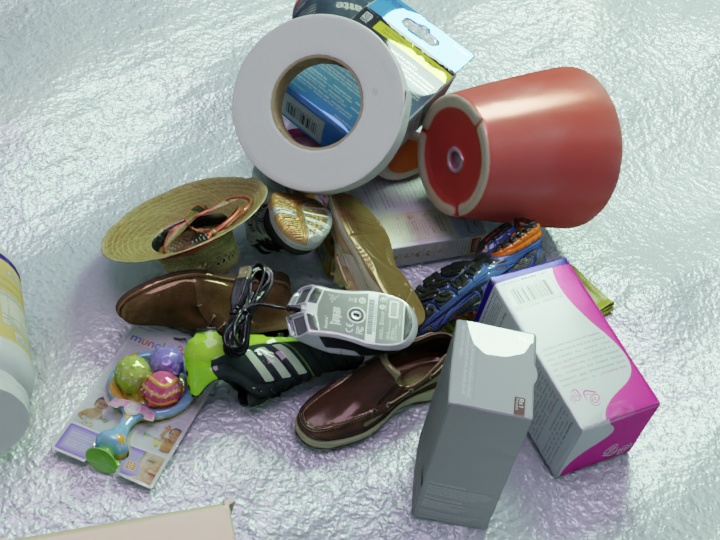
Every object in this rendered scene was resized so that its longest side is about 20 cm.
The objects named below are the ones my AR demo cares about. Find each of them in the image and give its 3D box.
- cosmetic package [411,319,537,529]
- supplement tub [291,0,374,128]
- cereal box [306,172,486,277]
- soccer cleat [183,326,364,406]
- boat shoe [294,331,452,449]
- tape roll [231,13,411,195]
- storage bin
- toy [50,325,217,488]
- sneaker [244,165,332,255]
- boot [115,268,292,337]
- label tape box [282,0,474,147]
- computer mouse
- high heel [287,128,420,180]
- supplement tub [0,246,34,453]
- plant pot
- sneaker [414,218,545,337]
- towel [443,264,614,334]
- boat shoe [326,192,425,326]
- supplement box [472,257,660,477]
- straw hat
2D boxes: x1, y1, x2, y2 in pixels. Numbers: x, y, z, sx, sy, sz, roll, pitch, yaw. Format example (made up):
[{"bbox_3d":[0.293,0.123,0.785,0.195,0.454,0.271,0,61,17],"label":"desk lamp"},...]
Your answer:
[{"bbox_3d":[0.109,0.153,1.263,0.090,0.200,0.107,9,46,1],"label":"cosmetic package"},{"bbox_3d":[-0.028,-0.276,1.691,0.140,0.141,0.200,6,46,-2],"label":"supplement tub"},{"bbox_3d":[0.036,-0.067,1.572,0.199,0.040,0.144,-8,48,-16],"label":"cereal box"},{"bbox_3d":[-0.092,0.105,1.382,0.199,0.067,0.081,4,83,-21],"label":"soccer cleat"},{"bbox_3d":[0.019,0.117,1.371,0.202,0.075,0.075,-25,55,-28],"label":"boat shoe"},{"bbox_3d":[-0.044,-0.185,1.452,0.202,0.037,0.204,-1,87,12],"label":"tape roll"},{"bbox_3d":[-0.203,0.281,1.108,0.199,0.199,0.094,-8,66,-15],"label":"storage bin"},{"bbox_3d":[-0.223,0.123,1.350,0.115,0.047,0.200,20,48,9],"label":"toy"},{"bbox_3d":[-0.088,-0.049,1.479,0.075,0.088,0.200,15,19,-20],"label":"sneaker"},{"bbox_3d":[-0.164,0.047,1.415,0.199,0.074,0.076,-3,57,-21],"label":"boot"},{"bbox_3d":[0.018,-0.222,1.538,0.143,0.066,0.200,39,62,12],"label":"label tape box"},{"bbox_3d":[-0.041,0.055,1.353,0.199,0.044,0.110,10,54,-4],"label":"computer mouse"},{"bbox_3d":[-0.008,-0.150,1.591,0.199,0.068,0.096,-11,26,-18],"label":"high heel"},{"bbox_3d":[-0.405,0.077,1.301,0.145,0.146,0.200,-8,48,-15],"label":"supplement tub"},{"bbox_3d":[0.177,-0.139,1.526,0.177,0.201,0.201,-7,47,-32],"label":"plant pot"},{"bbox_3d":[0.137,0.023,1.458,0.200,0.079,0.075,-34,21,-16],"label":"sneaker"},{"bbox_3d":[0.195,0.052,1.497,0.200,0.018,0.086,-24,55,-27],"label":"towel"},{"bbox_3d":[0.000,0.000,1.450,0.074,0.069,0.200,12,42,-42],"label":"boat shoe"},{"bbox_3d":[0.213,0.101,1.381,0.101,0.104,0.200,-14,55,-22],"label":"supplement box"},{"bbox_3d":[-0.185,-0.025,1.461,0.200,0.085,0.201,-17,27,9],"label":"straw hat"}]
